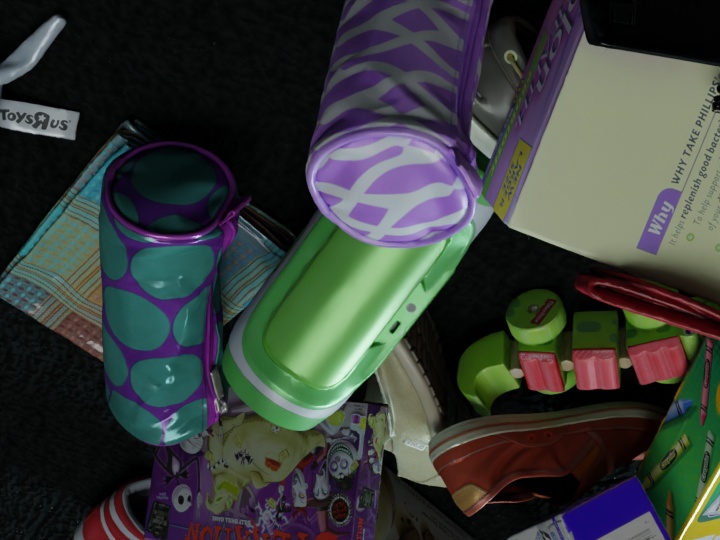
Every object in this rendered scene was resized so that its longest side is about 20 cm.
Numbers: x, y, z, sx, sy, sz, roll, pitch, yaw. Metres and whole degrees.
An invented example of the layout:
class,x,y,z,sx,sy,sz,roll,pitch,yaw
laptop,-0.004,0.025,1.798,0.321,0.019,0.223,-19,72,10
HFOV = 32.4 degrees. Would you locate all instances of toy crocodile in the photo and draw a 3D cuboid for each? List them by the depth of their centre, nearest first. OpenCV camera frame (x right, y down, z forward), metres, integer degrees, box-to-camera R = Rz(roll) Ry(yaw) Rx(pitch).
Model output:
class,x,y,z,sx,sy,sz,roll,pitch,yaw
toy crocodile,0.160,0.051,0.809,0.198,0.062,0.068,-9,130,18

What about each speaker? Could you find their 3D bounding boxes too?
class,x,y,z,sx,sy,sz,roll,pitch,yaw
speaker,0.000,0.000,0.744,0.088,0.089,0.200,31,111,-17

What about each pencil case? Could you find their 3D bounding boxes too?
class,x,y,z,sx,sy,sz,roll,pitch,yaw
pencil case,0.031,-0.106,0.603,0.085,0.201,0.084,-8,141,27
pencil case,-0.120,0.019,0.790,0.092,0.085,0.201,22,136,14

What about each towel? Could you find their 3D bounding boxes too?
class,x,y,z,sx,sy,sz,roll,pitch,yaw
towel,-0.151,-0.001,0.851,0.146,0.022,0.200,35,129,-19

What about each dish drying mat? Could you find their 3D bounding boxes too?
class,x,y,z,sx,sy,sz,roll,pitch,yaw
dish drying mat,0.153,0.015,0.660,0.076,0.200,0.018,19,93,8

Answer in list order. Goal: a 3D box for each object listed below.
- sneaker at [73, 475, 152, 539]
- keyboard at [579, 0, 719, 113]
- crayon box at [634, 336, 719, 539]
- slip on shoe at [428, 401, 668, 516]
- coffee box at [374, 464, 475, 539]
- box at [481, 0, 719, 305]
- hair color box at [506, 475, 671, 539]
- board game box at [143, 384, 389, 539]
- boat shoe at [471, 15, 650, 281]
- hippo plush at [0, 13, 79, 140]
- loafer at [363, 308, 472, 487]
class,x,y,z,sx,sy,sz,roll,pitch,yaw
sneaker,-0.133,0.242,1.035,0.199,0.072,0.113,30,134,-13
keyboard,0.189,-0.103,0.547,0.198,0.105,0.040,9,170,-4
crayon box,0.259,0.111,0.812,0.118,0.058,0.201,-9,138,-20
slip on shoe,0.139,0.130,0.846,0.199,0.062,0.074,-2,152,-29
coffee box,-0.005,0.214,0.956,0.080,0.114,0.200,-30,120,32
box,0.185,-0.079,0.612,0.198,0.097,0.177,19,102,-8
hair color box,0.166,0.215,0.863,0.064,0.110,0.200,-25,166,-9
board game box,-0.070,0.142,0.859,0.199,0.121,0.032,1,176,40
boat shoe,0.135,-0.065,0.701,0.201,0.072,0.060,36,134,-16
hippo plush,-0.285,-0.054,0.732,0.198,0.161,0.160,8,133,4
loafer,0.029,0.089,0.860,0.068,0.076,0.201,-13,129,14
